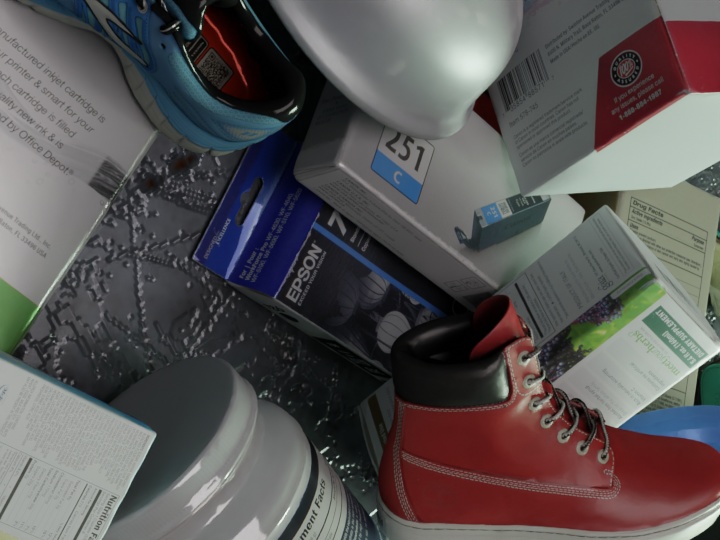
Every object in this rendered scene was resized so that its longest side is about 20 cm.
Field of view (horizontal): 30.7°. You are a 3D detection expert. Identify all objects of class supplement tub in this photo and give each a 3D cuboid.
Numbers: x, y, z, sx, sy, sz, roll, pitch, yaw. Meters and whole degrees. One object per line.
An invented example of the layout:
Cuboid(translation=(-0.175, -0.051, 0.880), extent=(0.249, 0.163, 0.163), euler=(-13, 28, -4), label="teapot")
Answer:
Cuboid(translation=(-0.062, 0.160, 0.710), extent=(0.140, 0.140, 0.200), euler=(-48, 118, -23), label="supplement tub")

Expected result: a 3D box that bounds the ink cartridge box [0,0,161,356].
Cuboid(translation=(-0.191, -0.070, 0.631), extent=(0.146, 0.084, 0.201), euler=(42, 69, -31), label="ink cartridge box")

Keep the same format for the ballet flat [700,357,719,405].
Cuboid(translation=(0.298, 0.166, 1.017), extent=(0.073, 0.073, 0.201), euler=(1, 91, -36), label="ballet flat")

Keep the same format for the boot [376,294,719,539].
Cuboid(translation=(0.111, 0.079, 0.696), extent=(0.199, 0.073, 0.145), euler=(0, 122, -8), label="boot")

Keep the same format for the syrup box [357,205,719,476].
Cuboid(translation=(0.101, 0.064, 0.775), extent=(0.200, 0.082, 0.079), euler=(-40, 125, 14), label="syrup box")

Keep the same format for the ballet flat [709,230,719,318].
Cuboid(translation=(0.318, 0.028, 1.025), extent=(0.199, 0.069, 0.070), euler=(23, 81, -36), label="ballet flat")

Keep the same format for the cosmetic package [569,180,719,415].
Cuboid(translation=(0.176, 0.033, 0.897), extent=(0.105, 0.071, 0.201), euler=(21, 74, -32), label="cosmetic package")

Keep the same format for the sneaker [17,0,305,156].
Cuboid(translation=(-0.095, -0.134, 0.590), extent=(0.200, 0.090, 0.079), euler=(42, 68, -30), label="sneaker")

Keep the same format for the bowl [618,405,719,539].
Cuboid(translation=(0.190, 0.165, 0.866), extent=(0.199, 0.040, 0.201), euler=(-9, 138, -8), label="bowl")

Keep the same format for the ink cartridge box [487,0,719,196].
Cuboid(translation=(0.162, -0.166, 0.801), extent=(0.144, 0.145, 0.201), euler=(-7, 74, -36), label="ink cartridge box")

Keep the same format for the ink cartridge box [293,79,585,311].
Cuboid(translation=(0.064, -0.081, 0.812), extent=(0.200, 0.045, 0.177), euler=(36, 59, -33), label="ink cartridge box")

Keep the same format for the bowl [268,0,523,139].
Cuboid(translation=(0.030, -0.179, 0.720), extent=(0.201, 0.090, 0.202), euler=(34, 40, -35), label="bowl")

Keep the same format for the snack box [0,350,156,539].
Cuboid(translation=(-0.189, 0.135, 0.582), extent=(0.116, 0.037, 0.201), euler=(31, 82, -27), label="snack box")

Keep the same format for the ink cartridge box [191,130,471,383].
Cuboid(translation=(0.000, 0.000, 0.805), extent=(0.200, 0.039, 0.100), euler=(33, 76, -32), label="ink cartridge box")
